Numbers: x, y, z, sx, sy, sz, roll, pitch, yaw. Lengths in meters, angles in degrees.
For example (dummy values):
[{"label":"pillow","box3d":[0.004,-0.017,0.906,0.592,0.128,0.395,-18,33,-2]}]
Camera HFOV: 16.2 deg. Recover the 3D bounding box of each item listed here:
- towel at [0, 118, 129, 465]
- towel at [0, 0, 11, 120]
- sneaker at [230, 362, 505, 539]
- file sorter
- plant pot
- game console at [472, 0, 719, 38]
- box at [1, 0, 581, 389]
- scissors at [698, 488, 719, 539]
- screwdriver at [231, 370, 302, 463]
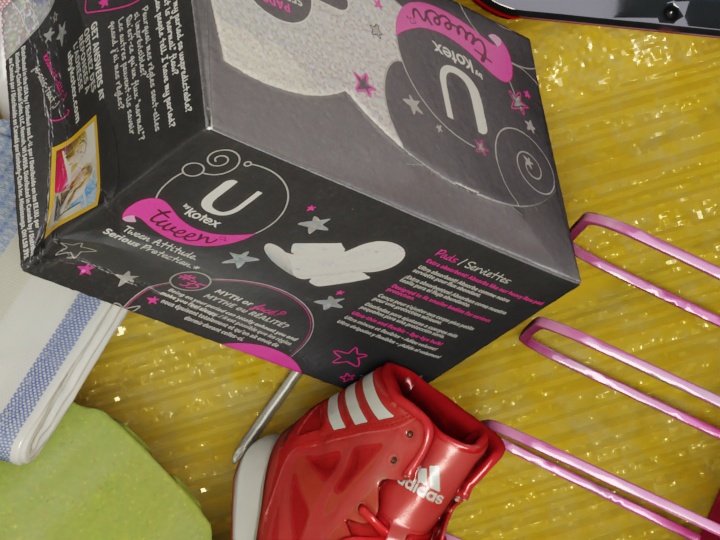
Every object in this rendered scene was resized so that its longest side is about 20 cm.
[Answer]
[{"label":"towel","box3d":[-0.185,-0.008,1.030,0.200,0.024,0.147,19,58,17]},{"label":"towel","box3d":[-0.064,-0.130,1.102,0.200,0.030,0.147,-8,89,-6]},{"label":"sneaker","box3d":[-0.001,0.116,0.967,0.078,0.116,0.200,21,42,-28]},{"label":"file sorter","box3d":[0.104,0.091,1.057,0.125,0.139,0.200,25,85,3]},{"label":"plant pot","box3d":[-0.159,0.144,1.024,0.200,0.200,0.190,45,72,-4]},{"label":"game console","box3d":[0.141,-0.191,1.125,0.200,0.031,0.177,5,89,-7]},{"label":"box","box3d":[-0.026,-0.050,0.997,0.200,0.115,0.132,23,47,-40]},{"label":"scissors","box3d":[0.156,0.140,1.130,0.073,0.014,0.200,36,84,-1]},{"label":"screwdriver","box3d":[0.000,0.000,1.107,0.200,0.028,0.029,-50,123,-6]}]
